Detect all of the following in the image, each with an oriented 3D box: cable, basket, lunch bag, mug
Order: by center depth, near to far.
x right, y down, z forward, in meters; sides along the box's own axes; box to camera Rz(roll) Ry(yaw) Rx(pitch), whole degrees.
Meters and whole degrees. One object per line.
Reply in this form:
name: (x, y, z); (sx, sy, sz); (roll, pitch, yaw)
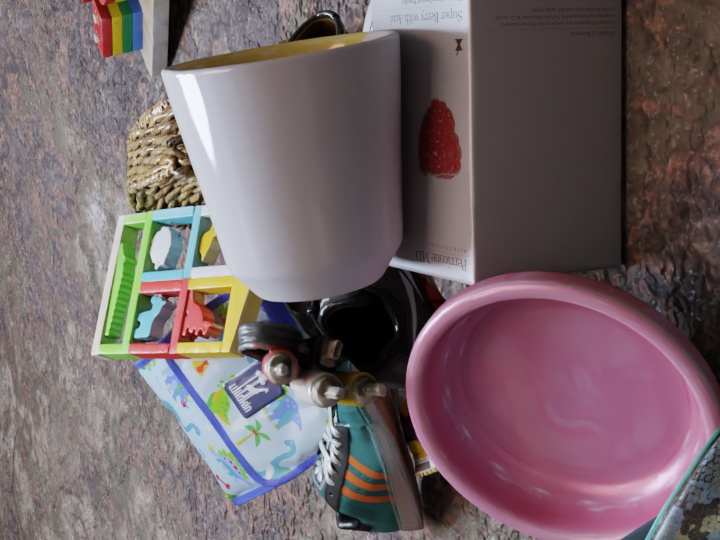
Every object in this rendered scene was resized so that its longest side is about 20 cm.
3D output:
mug: (-0.032, -0.069, 0.874); (0.149, 0.187, 0.153); (-6, 104, 19)
cable: (-0.052, 0.073, 0.940); (0.200, 0.097, 0.050); (149, 136, -71)
basket: (-0.129, -0.123, 1.185); (0.200, 0.143, 0.149); (150, 126, -72)
lunch bag: (-0.090, 0.101, 1.202); (0.170, 0.127, 0.200); (55, 144, -1)

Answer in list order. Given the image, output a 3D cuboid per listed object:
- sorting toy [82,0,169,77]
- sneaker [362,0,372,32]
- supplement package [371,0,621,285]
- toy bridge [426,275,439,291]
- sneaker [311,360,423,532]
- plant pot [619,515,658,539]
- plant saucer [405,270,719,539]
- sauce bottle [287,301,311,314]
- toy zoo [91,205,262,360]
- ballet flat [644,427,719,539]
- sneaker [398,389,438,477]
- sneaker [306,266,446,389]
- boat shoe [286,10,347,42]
sorting toy: (-0.270, -0.339, 1.465); (0.199, 0.070, 0.200); (108, 143, -62)
sneaker: (0.041, -0.113, 1.015); (0.114, 0.073, 0.201); (36, 127, 49)
supplement package: (0.087, -0.100, 0.880); (0.121, 0.120, 0.200); (13, 108, 59)
toy bridge: (0.004, -0.022, 1.048); (0.200, 0.027, 0.067); (46, 144, 6)
sneaker: (-0.004, 0.147, 1.059); (0.071, 0.080, 0.200); (-97, -7, -46)
plant pot: (0.167, 0.269, 0.712); (0.196, 0.200, 0.196); (24, 121, 52)
plant saucer: (0.128, 0.081, 0.835); (0.200, 0.051, 0.201); (13, 127, 19)
sauce bottle: (-0.026, -0.052, 1.151); (0.065, 0.065, 0.200); (57, 143, 39)
toy zoo: (-0.142, 0.009, 1.138); (0.200, 0.020, 0.131); (-3, 71, 39)
ballet flat: (0.216, 0.090, 0.690); (0.074, 0.074, 0.200); (39, 103, 51)
sneaker: (0.081, 0.089, 0.982); (0.200, 0.075, 0.090); (-37, 70, 56)
sneaker: (0.000, 0.000, 0.958); (0.071, 0.098, 0.201); (-41, 64, 33)
boat shoe: (-0.059, -0.119, 1.036); (0.072, 0.200, 0.068); (14, 142, 22)
